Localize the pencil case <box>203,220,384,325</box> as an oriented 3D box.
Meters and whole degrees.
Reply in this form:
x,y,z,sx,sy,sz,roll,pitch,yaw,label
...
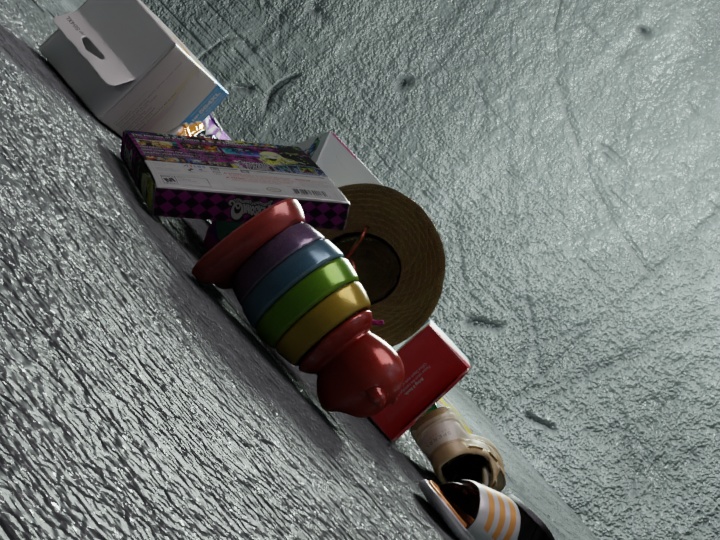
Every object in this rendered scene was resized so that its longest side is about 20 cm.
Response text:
x,y,z,sx,sy,sz,roll,pitch,yaw,label
-0.073,0.012,1.534,0.200,0.088,0.088,46,2,7,pencil case

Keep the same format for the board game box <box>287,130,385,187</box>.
x,y,z,sx,sy,sz,roll,pitch,yaw,label
-0.071,-0.074,1.767,0.148,0.199,0.065,45,45,-31,board game box

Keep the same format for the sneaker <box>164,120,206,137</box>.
x,y,z,sx,sy,sz,roll,pitch,yaw,label
-0.205,-0.123,1.701,0.078,0.078,0.200,59,4,-6,sneaker

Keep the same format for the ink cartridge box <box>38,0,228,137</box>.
x,y,z,sx,sy,sz,roll,pitch,yaw,label
-0.267,-0.236,1.730,0.129,0.125,0.200,47,2,19,ink cartridge box

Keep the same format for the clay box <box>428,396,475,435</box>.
x,y,z,sx,sy,sz,roll,pitch,yaw,label
0.098,0.192,1.946,0.115,0.048,0.200,46,4,-20,clay box

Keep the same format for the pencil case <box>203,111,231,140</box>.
x,y,z,sx,sy,sz,roll,pitch,yaw,label
-0.191,-0.149,2.125,0.200,0.085,0.084,46,4,-24,pencil case

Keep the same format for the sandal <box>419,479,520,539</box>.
x,y,z,sx,sy,sz,roll,pitch,yaw,label
0.131,0.247,1.440,0.207,0.059,0.079,45,3,-38,sandal

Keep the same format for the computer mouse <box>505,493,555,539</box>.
x,y,z,sx,sy,sz,roll,pitch,yaw,label
0.202,0.326,1.616,0.140,0.046,0.200,43,-11,27,computer mouse

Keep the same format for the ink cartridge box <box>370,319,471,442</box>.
x,y,z,sx,sy,sz,roll,pitch,yaw,label
0.057,0.118,1.609,0.067,0.116,0.200,47,2,2,ink cartridge box

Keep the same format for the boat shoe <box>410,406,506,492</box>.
x,y,z,sx,sy,sz,roll,pitch,yaw,label
0.116,0.220,1.634,0.200,0.073,0.069,43,17,-53,boat shoe

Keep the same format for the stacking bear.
x,y,z,sx,sy,sz,roll,pitch,yaw,label
-0.040,0.046,1.325,0.200,0.114,0.121,51,3,9,stacking bear

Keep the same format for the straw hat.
x,y,z,sx,sy,sz,roll,pitch,yaw,label
0.000,0.000,1.675,0.201,0.201,0.085,46,0,10,straw hat

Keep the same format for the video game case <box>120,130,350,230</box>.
x,y,z,sx,sy,sz,roll,pitch,yaw,label
-0.131,-0.093,1.501,0.199,0.036,0.181,4,21,-22,video game case

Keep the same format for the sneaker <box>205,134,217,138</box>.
x,y,z,sx,sy,sz,roll,pitch,yaw,label
-0.189,-0.112,1.905,0.200,0.075,0.078,35,33,-77,sneaker
